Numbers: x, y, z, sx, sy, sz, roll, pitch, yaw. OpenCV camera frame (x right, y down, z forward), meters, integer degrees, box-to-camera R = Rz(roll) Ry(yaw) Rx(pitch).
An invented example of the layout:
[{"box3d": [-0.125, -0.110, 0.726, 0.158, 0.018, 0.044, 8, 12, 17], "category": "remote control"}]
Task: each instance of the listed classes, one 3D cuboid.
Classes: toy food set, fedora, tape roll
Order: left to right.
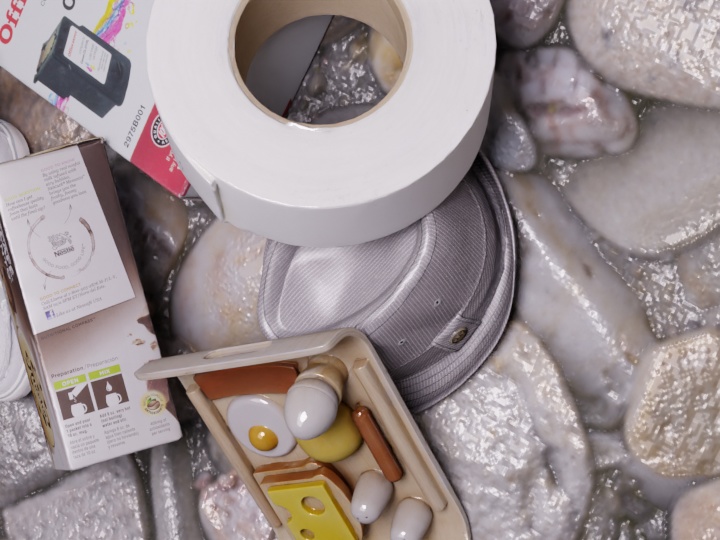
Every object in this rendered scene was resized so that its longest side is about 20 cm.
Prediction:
[{"box3d": [-0.034, 0.124, 1.036, 0.143, 0.061, 0.201, -11, 122, 30], "category": "toy food set"}, {"box3d": [-0.022, -0.117, 0.972, 0.200, 0.071, 0.204, 0, 73, 1], "category": "tape roll"}, {"box3d": [0.000, 0.000, 1.040, 0.200, 0.090, 0.178, -40, 73, 25], "category": "fedora"}]

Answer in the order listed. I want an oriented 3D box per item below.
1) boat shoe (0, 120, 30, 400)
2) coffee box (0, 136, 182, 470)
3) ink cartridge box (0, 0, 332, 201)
[{"box3d": [-0.268, -0.007, 1.196, 0.071, 0.068, 0.202, 3, 93, 29], "category": "boat shoe"}, {"box3d": [-0.188, 0.025, 1.116, 0.113, 0.079, 0.202, 162, 93, -73], "category": "coffee box"}, {"box3d": [-0.139, -0.158, 1.118, 0.199, 0.083, 0.147, 35, 109, 23], "category": "ink cartridge box"}]
